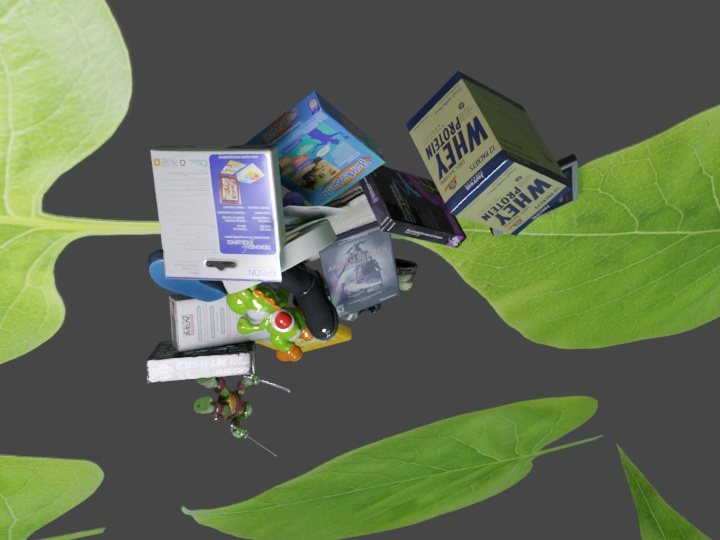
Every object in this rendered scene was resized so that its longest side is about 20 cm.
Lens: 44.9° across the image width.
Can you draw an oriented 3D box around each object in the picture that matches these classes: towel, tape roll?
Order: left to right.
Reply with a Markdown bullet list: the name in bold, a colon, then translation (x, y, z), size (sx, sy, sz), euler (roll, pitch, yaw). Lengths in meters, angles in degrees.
- **tape roll**: translation (-0.134, -0.025, 1.426), size (0.201, 0.037, 0.203), euler (-26, -172, 4)
- **towel**: translation (-0.043, -0.084, 1.629), size (0.198, 0.035, 0.133), euler (-25, 149, 3)

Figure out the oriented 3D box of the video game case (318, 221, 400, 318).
- **video game case**: translation (0.000, 0.000, 1.692), size (0.142, 0.019, 0.201), euler (-20, 135, -8)

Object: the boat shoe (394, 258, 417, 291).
- **boat shoe**: translation (0.028, -0.013, 1.762), size (0.199, 0.073, 0.065), euler (14, 107, -34)

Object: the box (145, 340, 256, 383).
- **box**: translation (-0.302, 0.167, 1.688), size (0.198, 0.050, 0.198), euler (-5, -175, -6)

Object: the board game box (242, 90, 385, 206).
- **board game box**: translation (-0.072, -0.192, 1.431), size (0.151, 0.045, 0.200), euler (-33, 147, 18)

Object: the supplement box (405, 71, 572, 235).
- **supplement box**: translation (0.216, -0.192, 1.471), size (0.199, 0.201, 0.134), euler (13, 134, -45)

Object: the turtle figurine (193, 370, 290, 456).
- **turtle figurine**: translation (-0.269, 0.293, 1.961), size (0.194, 0.199, 0.145), euler (35, 84, -50)

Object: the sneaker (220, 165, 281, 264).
- **sneaker**: translation (-0.177, -0.085, 1.372), size (0.200, 0.091, 0.067), euler (-43, -174, 23)

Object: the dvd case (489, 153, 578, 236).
- **dvd case**: translation (0.355, -0.152, 1.800), size (0.198, 0.025, 0.151), euler (-24, 150, 2)

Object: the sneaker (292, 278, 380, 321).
- **sneaker**: translation (-0.041, 0.065, 1.804), size (0.198, 0.091, 0.067), euler (-6, 145, -26)

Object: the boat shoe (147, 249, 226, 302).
- **boat shoe**: translation (-0.314, 0.000, 1.551), size (0.083, 0.069, 0.200), euler (-17, 155, 14)

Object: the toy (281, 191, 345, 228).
- **toy**: translation (-0.131, -0.102, 1.461), size (0.114, 0.048, 0.199), euler (-1, 169, -39)

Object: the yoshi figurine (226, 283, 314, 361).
- **yoshi figurine**: translation (-0.180, 0.081, 1.647), size (0.111, 0.113, 0.200), euler (-27, 129, 16)

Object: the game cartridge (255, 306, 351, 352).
- **game cartridge**: translation (-0.143, 0.129, 1.841), size (0.175, 0.033, 0.199), euler (-17, 156, 30)

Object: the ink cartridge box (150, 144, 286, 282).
- **ink cartridge box**: translation (-0.211, -0.086, 1.314), size (0.195, 0.047, 0.202), euler (2, 111, 15)

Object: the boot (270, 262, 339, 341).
- **boot**: translation (-0.128, 0.026, 1.591), size (0.065, 0.166, 0.200), euler (-34, 140, 12)

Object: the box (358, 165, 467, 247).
- **box**: translation (0.090, -0.118, 1.560), size (0.199, 0.144, 0.036), euler (8, 136, -42)

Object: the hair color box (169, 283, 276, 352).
- **hair color box**: translation (-0.262, 0.089, 1.679), size (0.198, 0.061, 0.100), euler (-7, 103, -26)
